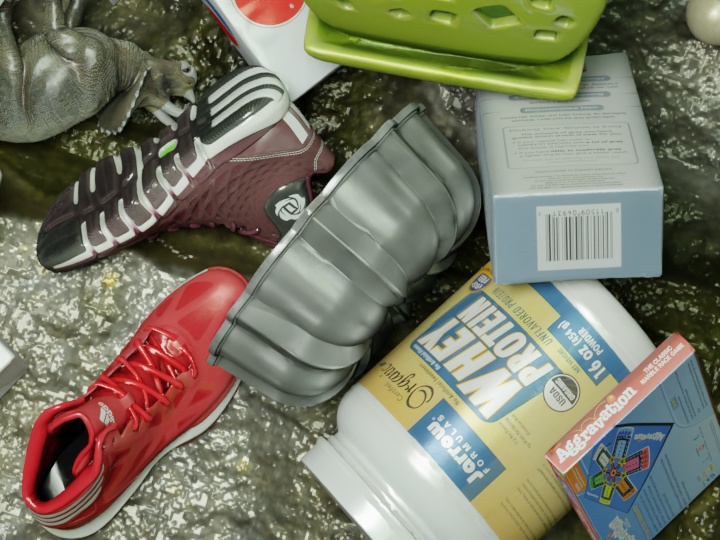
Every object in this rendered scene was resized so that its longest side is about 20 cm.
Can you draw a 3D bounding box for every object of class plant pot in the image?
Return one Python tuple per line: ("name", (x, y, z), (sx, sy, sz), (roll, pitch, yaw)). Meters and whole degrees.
("plant pot", (0.061, -0.220, 1.459), (0.197, 0.182, 0.201), (9, 61, 5))

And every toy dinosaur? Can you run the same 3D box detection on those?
("toy dinosaur", (-0.205, -0.122, 1.550), (0.198, 0.077, 0.103), (-10, 89, 3))

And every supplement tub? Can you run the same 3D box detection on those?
("supplement tub", (0.077, 0.092, 1.482), (0.200, 0.145, 0.145), (-42, 83, -5))

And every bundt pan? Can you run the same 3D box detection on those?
("bundt pan", (0.000, 0.000, 1.467), (0.076, 0.202, 0.202), (39, 84, 6))

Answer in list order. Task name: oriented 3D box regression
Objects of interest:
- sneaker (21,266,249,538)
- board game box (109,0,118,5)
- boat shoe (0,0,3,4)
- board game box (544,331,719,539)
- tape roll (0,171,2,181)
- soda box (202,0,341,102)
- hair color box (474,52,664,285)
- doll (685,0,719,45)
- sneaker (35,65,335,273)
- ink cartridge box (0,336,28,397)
("sneaker", (-0.133, 0.079, 1.502), (0.078, 0.116, 0.201), (34, 84, 5))
("board game box", (-0.135, -0.290, 1.596), (0.200, 0.034, 0.134), (-44, 84, -5))
("boat shoe", (-0.274, -0.137, 1.478), (0.076, 0.060, 0.200), (51, 49, -15))
("board game box", (0.168, 0.111, 1.454), (0.103, 0.200, 0.019), (-44, 64, -6))
("tape roll", (-0.317, -0.068, 1.485), (0.201, 0.203, 0.037), (19, 102, 3))
("soda box", (-0.081, -0.203, 1.544), (0.068, 0.064, 0.201), (-37, 98, -4))
("hair color box", (0.122, -0.065, 1.479), (0.098, 0.200, 0.061), (-2, 118, 1))
("doll", (0.280, -0.224, 1.573), (0.136, 0.048, 0.200), (40, 84, 7))
("sneaker", (-0.100, -0.033, 1.544), (0.199, 0.115, 0.076), (-32, 37, 22))
("ink cartridge box", (-0.319, 0.029, 1.537), (0.200, 0.067, 0.116), (44, 86, 6))
